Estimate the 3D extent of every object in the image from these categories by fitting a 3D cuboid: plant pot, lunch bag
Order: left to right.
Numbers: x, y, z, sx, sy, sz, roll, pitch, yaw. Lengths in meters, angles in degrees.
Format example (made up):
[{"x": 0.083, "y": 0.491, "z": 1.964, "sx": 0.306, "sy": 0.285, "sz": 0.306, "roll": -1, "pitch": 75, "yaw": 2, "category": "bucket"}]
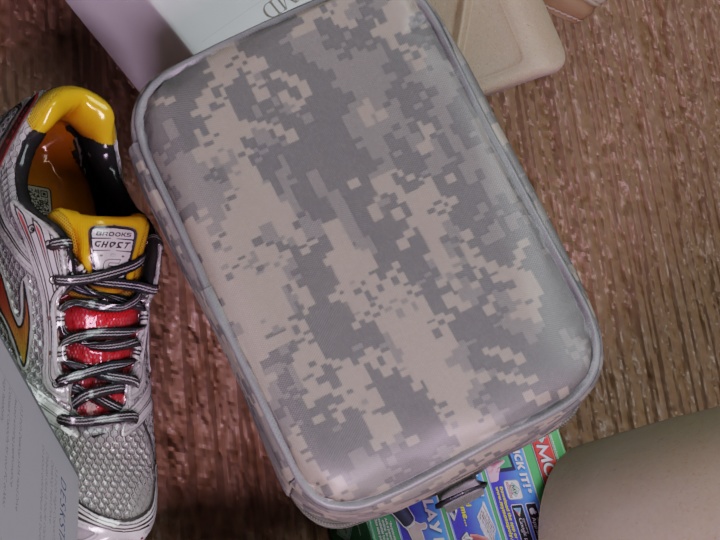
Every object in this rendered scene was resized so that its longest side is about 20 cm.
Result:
[{"x": 0.000, "y": 0.000, "z": 0.778, "sx": 0.139, "sy": 0.168, "sz": 0.201, "roll": -26, "pitch": 79, "yaw": -8, "category": "lunch bag"}, {"x": 0.216, "y": 0.128, "z": 0.852, "sx": 0.187, "sy": 0.200, "sz": 0.188, "roll": 35, "pitch": 40, "yaw": -35, "category": "plant pot"}]

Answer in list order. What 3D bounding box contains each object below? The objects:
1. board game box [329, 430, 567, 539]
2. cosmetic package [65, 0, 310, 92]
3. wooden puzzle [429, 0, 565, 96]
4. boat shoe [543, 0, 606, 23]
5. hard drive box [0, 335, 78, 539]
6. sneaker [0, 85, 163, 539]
[{"x": 0.059, "y": 0.156, "z": 0.852, "sx": 0.134, "sy": 0.029, "sz": 0.201, "roll": 3, "pitch": 62, "yaw": -39, "category": "board game box"}, {"x": -0.094, "y": -0.171, "z": 0.848, "sx": 0.108, "sy": 0.085, "sz": 0.200, "roll": -39, "pitch": 83, "yaw": -22, "category": "cosmetic package"}, {"x": -0.023, "y": -0.147, "z": 0.923, "sx": 0.199, "sy": 0.046, "sz": 0.186, "roll": -19, "pitch": 80, "yaw": -14, "category": "wooden puzzle"}, {"x": 0.040, "y": -0.178, "z": 1.025, "sx": 0.199, "sy": 0.069, "sz": 0.074, "roll": 25, "pitch": 25, "yaw": -18, "category": "boat shoe"}, {"x": -0.157, "y": 0.067, "z": 0.593, "sx": 0.156, "sy": 0.076, "sz": 0.200, "roll": -97, "pitch": 170, "yaw": -48, "category": "hard drive box"}, {"x": -0.119, "y": 0.017, "z": 0.756, "sx": 0.078, "sy": 0.082, "sz": 0.201, "roll": 2, "pitch": 63, "yaw": -39, "category": "sneaker"}]
